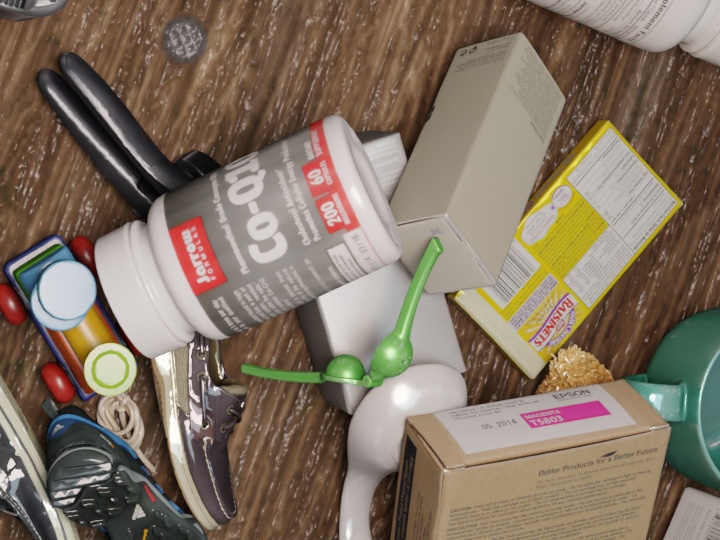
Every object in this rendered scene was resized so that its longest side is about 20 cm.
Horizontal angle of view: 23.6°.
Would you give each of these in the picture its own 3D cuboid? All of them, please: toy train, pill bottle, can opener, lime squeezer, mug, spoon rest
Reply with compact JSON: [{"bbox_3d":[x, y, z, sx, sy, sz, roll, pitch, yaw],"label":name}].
[{"bbox_3d":[-0.188,0.073,1.276,0.084,0.116,0.201,-32,102,-13],"label":"toy train"},{"bbox_3d":[0.227,-0.241,1.390,0.199,0.114,0.115,20,88,-18],"label":"pill bottle"},{"bbox_3d":[-0.081,-0.020,1.229,0.199,0.114,0.115,-25,102,8],"label":"pill bottle"},{"bbox_3d":[-0.169,-0.081,1.310,0.200,0.079,0.063,43,120,-13],"label":"can opener"},{"bbox_3d":[-0.006,0.057,1.279,0.199,0.038,0.071,-33,91,28],"label":"lime squeezer"},{"bbox_3d":[0.300,0.098,1.431,0.185,0.114,0.153,39,79,-21],"label":"mug"},{"bbox_3d":[0.022,0.152,1.350,0.099,0.061,0.201,0,123,-32],"label":"spoon rest"}]

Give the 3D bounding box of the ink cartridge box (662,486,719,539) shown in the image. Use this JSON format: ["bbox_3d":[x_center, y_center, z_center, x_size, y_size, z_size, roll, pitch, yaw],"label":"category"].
[{"bbox_3d":[0.326,0.279,1.408,0.083,0.200,0.146,28,85,-28],"label":"ink cartridge box"}]

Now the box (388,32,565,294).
[{"bbox_3d":[0.089,-0.083,1.326,0.082,0.068,0.201,52,47,-32],"label":"box"}]

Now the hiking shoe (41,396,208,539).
[{"bbox_3d":[-0.170,0.176,1.305,0.074,0.087,0.201,-28,130,3],"label":"hiking shoe"}]

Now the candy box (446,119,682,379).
[{"bbox_3d":[0.171,-0.018,1.433,0.102,0.026,0.200,45,80,-20],"label":"candy box"}]

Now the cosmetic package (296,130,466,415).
[{"bbox_3d":[0.000,0.000,1.350,0.106,0.090,0.202,-17,102,-16],"label":"cosmetic package"}]

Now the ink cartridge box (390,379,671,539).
[{"bbox_3d":[0.126,0.182,1.332,0.198,0.075,0.166,-7,122,-23],"label":"ink cartridge box"}]

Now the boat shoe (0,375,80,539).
[{"bbox_3d":[-0.265,0.150,1.282,0.062,0.075,0.201,-29,98,-8],"label":"boat shoe"}]

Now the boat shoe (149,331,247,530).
[{"bbox_3d":[-0.118,0.098,1.319,0.064,0.072,0.202,-13,92,6],"label":"boat shoe"}]

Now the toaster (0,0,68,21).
[{"bbox_3d":[-0.245,-0.255,1.228,0.113,0.129,0.202,17,88,-17],"label":"toaster"}]

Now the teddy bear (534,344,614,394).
[{"bbox_3d":[0.143,0.158,1.409,0.199,0.067,0.146,-34,114,-13],"label":"teddy bear"}]
